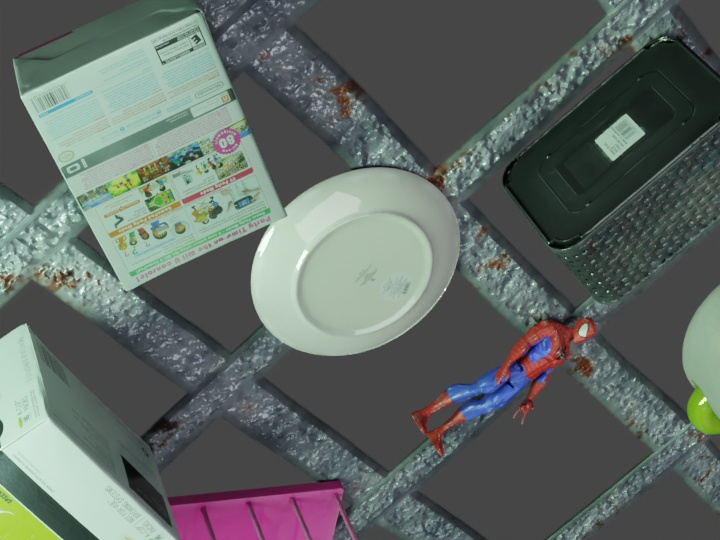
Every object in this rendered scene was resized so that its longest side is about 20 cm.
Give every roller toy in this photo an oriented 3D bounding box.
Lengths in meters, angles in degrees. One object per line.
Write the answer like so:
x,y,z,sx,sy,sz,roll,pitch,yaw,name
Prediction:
0.435,0.091,1.476,0.181,0.140,0.201,-13,128,-15,roller toy

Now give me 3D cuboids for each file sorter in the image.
-0.104,0.306,1.405,0.198,0.126,0.140,-2,125,-22,file sorter

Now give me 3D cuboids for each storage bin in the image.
0.239,-0.088,1.261,0.200,0.136,0.094,-41,130,9,storage bin

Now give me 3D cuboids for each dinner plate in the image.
0.000,0.000,1.296,0.198,0.024,0.202,-13,129,-16,dinner plate

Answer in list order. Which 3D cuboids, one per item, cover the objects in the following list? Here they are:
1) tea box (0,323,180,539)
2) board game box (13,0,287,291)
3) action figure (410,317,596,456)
-0.295,0.192,1.233,0.196,0.134,0.200,-34,130,2,tea box
-0.159,-0.101,1.126,0.146,0.064,0.201,-24,129,-4,board game box
0.147,0.108,1.425,0.199,0.052,0.066,-37,127,2,action figure
